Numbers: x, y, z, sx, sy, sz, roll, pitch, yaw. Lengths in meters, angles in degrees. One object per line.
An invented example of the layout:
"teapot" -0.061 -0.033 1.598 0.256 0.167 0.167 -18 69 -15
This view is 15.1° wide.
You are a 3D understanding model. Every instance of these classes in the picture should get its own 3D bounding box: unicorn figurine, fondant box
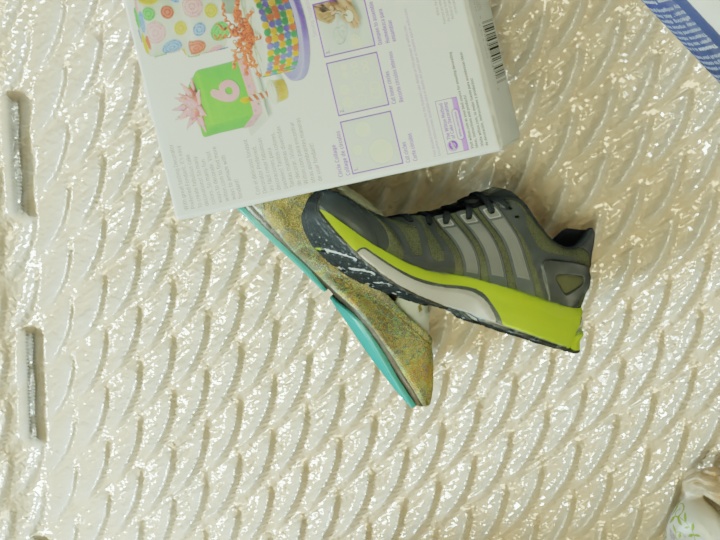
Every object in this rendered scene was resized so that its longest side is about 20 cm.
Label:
"unicorn figurine" 0.216 0.206 1.750 0.137 0.074 0.200 20 110 8
"fondant box" -0.023 -0.120 1.546 0.200 0.058 0.144 -12 96 16

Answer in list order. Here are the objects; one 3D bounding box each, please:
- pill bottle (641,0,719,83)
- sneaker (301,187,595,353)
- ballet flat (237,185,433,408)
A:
"pill bottle" 0.218 -0.160 1.476 0.111 0.111 0.200 -36 111 28
"sneaker" 0.054 -0.016 1.606 0.200 0.074 0.081 20 86 -30
"ballet flat" 0.000 0.000 1.652 0.071 0.071 0.200 -29 115 25
